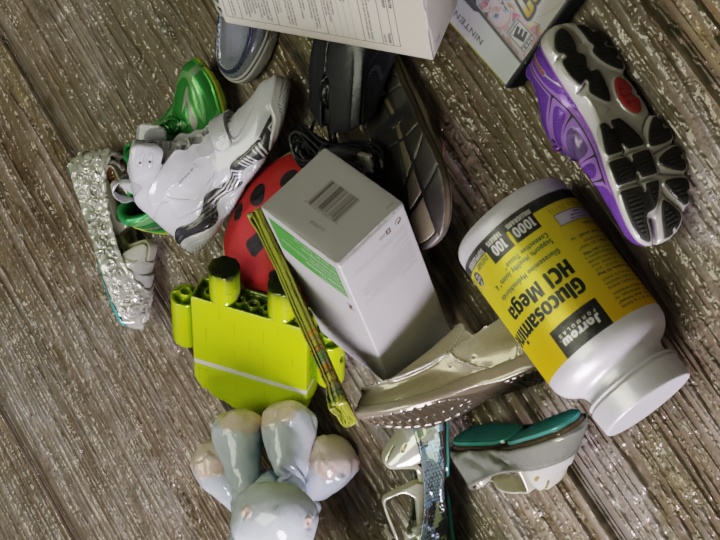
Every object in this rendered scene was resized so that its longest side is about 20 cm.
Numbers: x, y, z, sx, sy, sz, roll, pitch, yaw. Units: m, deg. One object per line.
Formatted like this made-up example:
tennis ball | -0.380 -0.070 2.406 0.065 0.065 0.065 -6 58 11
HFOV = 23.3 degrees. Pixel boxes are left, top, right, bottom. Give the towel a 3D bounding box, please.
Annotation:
towel | -0.052 0.044 1.561 0.018 0.086 0.201 -24 71 -1

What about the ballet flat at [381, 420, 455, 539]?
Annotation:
ballet flat | 0.052 0.193 1.614 0.074 0.074 0.201 2 101 41

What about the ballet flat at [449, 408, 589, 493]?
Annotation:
ballet flat | 0.147 0.161 1.514 0.200 0.067 0.064 -19 97 62

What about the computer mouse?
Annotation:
computer mouse | -0.011 -0.183 1.562 0.138 0.052 0.201 21 96 52

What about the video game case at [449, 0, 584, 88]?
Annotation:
video game case | 0.126 -0.288 1.473 0.181 0.025 0.200 51 128 21

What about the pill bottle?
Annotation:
pill bottle | 0.179 0.032 1.443 0.200 0.112 0.113 54 129 18

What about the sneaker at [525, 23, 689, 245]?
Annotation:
sneaker | 0.200 -0.106 1.434 0.201 0.080 0.083 66 149 18

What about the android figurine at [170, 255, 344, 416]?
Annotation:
android figurine | -0.101 0.073 1.701 0.181 0.041 0.201 14 138 14

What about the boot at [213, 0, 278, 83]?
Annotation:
boot | -0.123 -0.270 1.654 0.073 0.090 0.201 30 118 33

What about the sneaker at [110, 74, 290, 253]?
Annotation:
sneaker | -0.155 -0.120 1.681 0.114 0.075 0.200 30 111 -13

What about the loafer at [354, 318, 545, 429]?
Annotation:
loafer | 0.086 0.086 1.543 0.199 0.076 0.069 -19 68 12

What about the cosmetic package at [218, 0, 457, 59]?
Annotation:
cosmetic package | -0.024 -0.253 1.481 0.199 0.071 0.105 13 148 17

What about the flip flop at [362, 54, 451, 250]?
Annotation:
flip flop | 0.043 -0.113 1.572 0.081 0.057 0.201 -36 60 33

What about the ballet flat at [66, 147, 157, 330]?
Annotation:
ballet flat | -0.253 -0.039 1.844 0.072 0.072 0.201 -25 84 42

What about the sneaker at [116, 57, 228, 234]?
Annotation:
sneaker | -0.190 -0.118 1.751 0.074 0.083 0.201 45 126 36

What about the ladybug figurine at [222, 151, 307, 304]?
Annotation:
ladybug figurine | -0.069 -0.039 1.673 0.136 0.072 0.200 56 129 17

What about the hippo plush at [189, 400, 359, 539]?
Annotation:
hippo plush | -0.105 0.235 1.677 0.158 0.161 0.201 24 117 1

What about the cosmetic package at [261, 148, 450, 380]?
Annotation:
cosmetic package | 0.000 0.000 1.542 0.107 0.085 0.200 36 161 35
